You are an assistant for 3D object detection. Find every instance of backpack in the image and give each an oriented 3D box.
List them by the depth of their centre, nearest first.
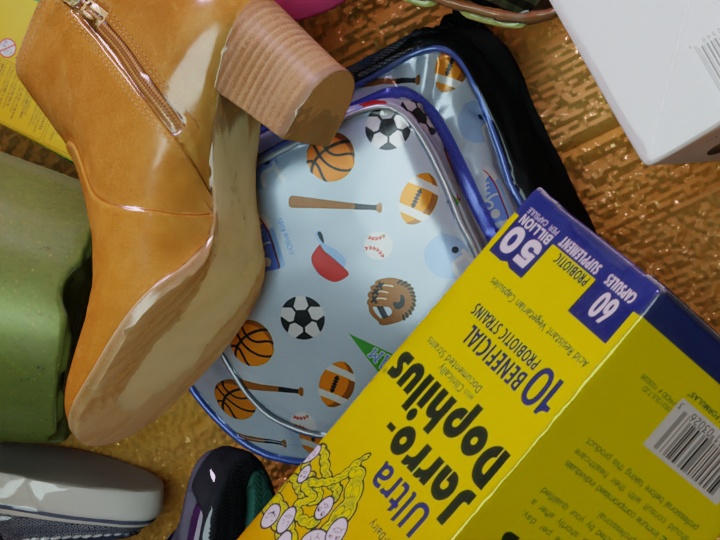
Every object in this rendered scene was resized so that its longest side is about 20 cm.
[{"bbox_3d":[0.000,0.000,1.111,0.190,0.154,0.200,-24,89,26],"label":"backpack"}]

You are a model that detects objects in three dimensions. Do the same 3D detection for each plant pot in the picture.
[{"bbox_3d":[-0.218,0.005,1.165,0.190,0.200,0.201,12,96,2],"label":"plant pot"}]

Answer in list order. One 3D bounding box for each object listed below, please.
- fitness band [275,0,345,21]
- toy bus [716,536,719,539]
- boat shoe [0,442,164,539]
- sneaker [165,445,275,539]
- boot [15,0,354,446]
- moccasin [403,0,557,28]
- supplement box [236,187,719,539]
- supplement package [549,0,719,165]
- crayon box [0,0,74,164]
[{"bbox_3d":[-0.074,-0.181,1.081,0.200,0.037,0.144,4,103,-8],"label":"fitness band"},{"bbox_3d":[0.178,0.130,1.039,0.136,0.192,0.200,43,102,11],"label":"toy bus"},{"bbox_3d":[-0.198,0.134,1.199,0.199,0.075,0.093,5,99,2],"label":"boat shoe"},{"bbox_3d":[-0.093,0.167,1.161,0.087,0.074,0.200,17,118,24],"label":"sneaker"},{"bbox_3d":[-0.101,-0.042,1.039,0.144,0.071,0.201,37,99,29],"label":"boot"},{"bbox_3d":[-0.002,-0.155,1.040,0.201,0.078,0.074,29,101,-15],"label":"moccasin"},{"bbox_3d":[0.062,0.088,0.987,0.109,0.109,0.200,38,93,-34],"label":"supplement box"},{"bbox_3d":[0.156,-0.118,1.026,0.114,0.200,0.110,-31,84,16],"label":"supplement package"},{"bbox_3d":[-0.137,-0.164,1.183,0.119,0.058,0.200,27,100,13],"label":"crayon box"}]
